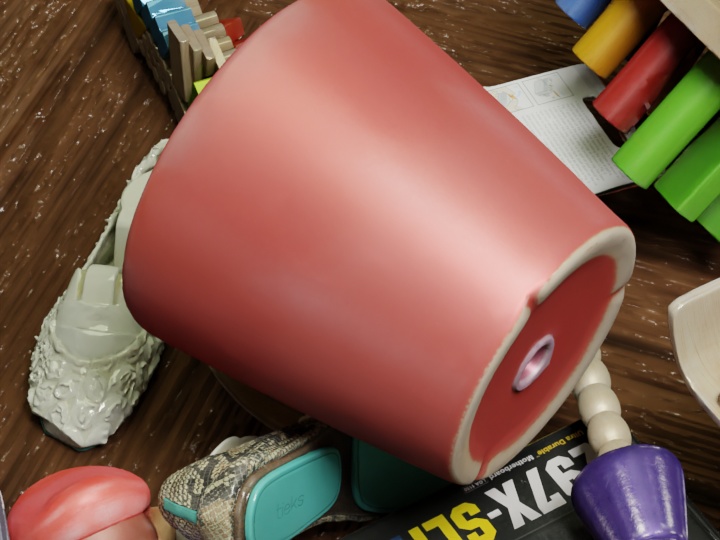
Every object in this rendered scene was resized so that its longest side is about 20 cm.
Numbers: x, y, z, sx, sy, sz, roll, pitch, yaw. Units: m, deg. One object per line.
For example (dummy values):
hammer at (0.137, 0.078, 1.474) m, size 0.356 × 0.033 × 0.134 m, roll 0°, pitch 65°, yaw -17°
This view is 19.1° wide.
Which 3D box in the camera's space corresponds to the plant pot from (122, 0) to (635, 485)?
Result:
plant pot at (0.018, -0.005, 1.001) m, size 0.177 × 0.201 × 0.200 m, roll 35°, pitch 56°, yaw 20°

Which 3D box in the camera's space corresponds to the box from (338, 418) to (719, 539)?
box at (0.084, 0.170, 1.030) m, size 0.199 × 0.049 × 0.160 m, roll -24°, pitch 50°, yaw -21°

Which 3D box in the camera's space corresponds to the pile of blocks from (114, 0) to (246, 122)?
pile of blocks at (-0.088, -0.130, 1.279) m, size 0.062 × 0.082 × 0.200 m, roll -19°, pitch 50°, yaw -17°

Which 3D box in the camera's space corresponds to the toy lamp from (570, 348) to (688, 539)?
toy lamp at (0.116, 0.064, 1.059) m, size 0.058 × 0.058 × 0.200 m, roll -9°, pitch 47°, yaw -9°

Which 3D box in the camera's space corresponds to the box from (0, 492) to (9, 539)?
box at (-0.220, 0.142, 0.993) m, size 0.114 × 0.132 × 0.200 m, roll -6°, pitch 48°, yaw -11°

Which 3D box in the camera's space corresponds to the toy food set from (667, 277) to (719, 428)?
toy food set at (0.254, 0.059, 0.965) m, size 0.143 × 0.061 × 0.200 m, roll -23°, pitch 51°, yaw -20°

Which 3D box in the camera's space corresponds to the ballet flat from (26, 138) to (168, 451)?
ballet flat at (-0.132, 0.003, 1.168) m, size 0.071 × 0.072 × 0.200 m, roll 12°, pitch 49°, yaw 10°

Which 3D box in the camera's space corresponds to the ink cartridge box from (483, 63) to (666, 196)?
ink cartridge box at (0.064, -0.048, 1.229) m, size 0.199 × 0.050 × 0.109 m, roll -16°, pitch 50°, yaw -16°

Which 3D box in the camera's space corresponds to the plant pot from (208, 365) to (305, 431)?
plant pot at (0.000, 0.000, 1.139) m, size 0.199 × 0.027 × 0.201 m, roll 2°, pitch 80°, yaw -13°

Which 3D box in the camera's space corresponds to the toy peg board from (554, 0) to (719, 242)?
toy peg board at (0.192, -0.096, 1.203) m, size 0.098 × 0.200 × 0.199 m, roll -48°, pitch 39°, yaw 13°

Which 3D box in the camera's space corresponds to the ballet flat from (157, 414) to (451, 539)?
ballet flat at (-0.024, 0.094, 1.056) m, size 0.075 × 0.068 × 0.200 m, roll 12°, pitch 15°, yaw 36°

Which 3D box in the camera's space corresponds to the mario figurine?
mario figurine at (-0.102, 0.181, 1.010) m, size 0.106 × 0.123 × 0.200 m, roll -43°, pitch 63°, yaw 11°
